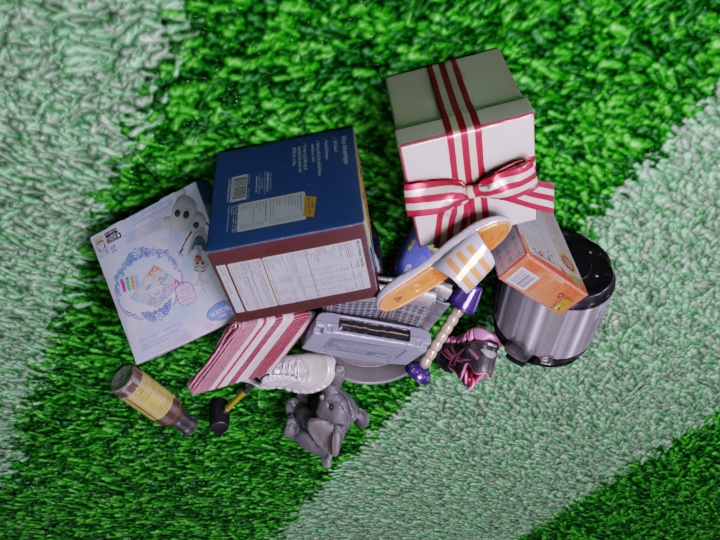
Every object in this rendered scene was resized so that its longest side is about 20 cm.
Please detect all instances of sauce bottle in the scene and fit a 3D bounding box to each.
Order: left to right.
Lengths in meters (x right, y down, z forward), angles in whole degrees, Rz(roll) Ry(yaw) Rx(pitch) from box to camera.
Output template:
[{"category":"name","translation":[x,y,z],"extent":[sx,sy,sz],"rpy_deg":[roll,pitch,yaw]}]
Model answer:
[{"category":"sauce bottle","translation":[-0.391,0.256,1.236],"extent":[0.064,0.066,0.201],"rpy_deg":[-22,133,15]}]

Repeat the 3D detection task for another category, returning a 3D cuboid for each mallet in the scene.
[{"category":"mallet","translation":[-0.232,0.232,1.258],"extent":[0.041,0.066,0.201],"rpy_deg":[31,109,-33]}]

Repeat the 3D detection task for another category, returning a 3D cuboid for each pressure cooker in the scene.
[{"category":"pressure cooker","translation":[0.305,0.057,1.047],"extent":[0.172,0.181,0.203],"rpy_deg":[-4,134,-7]}]

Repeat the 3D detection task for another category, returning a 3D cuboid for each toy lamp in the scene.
[{"category":"toy lamp","translation":[0.148,0.105,1.130],"extent":[0.057,0.058,0.202],"rpy_deg":[23,109,-27]}]

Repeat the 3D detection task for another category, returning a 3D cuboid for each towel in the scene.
[{"category":"towel","translation":[-0.160,0.117,0.978],"extent":[0.145,0.023,0.199],"rpy_deg":[-51,160,19]},{"category":"towel","translation":[0.036,0.064,1.029],"extent":[0.195,0.035,0.194],"rpy_deg":[6,151,-7]}]

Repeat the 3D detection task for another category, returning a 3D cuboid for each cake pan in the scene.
[{"category":"cake pan","translation":[0.027,0.137,1.188],"extent":[0.195,0.037,0.203],"rpy_deg":[-4,134,-4]}]

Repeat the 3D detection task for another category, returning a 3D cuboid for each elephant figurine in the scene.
[{"category":"elephant figurine","translation":[-0.053,0.276,1.206],"extent":[0.154,0.144,0.199],"rpy_deg":[29,149,-28]}]

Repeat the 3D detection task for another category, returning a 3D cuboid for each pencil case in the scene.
[{"category":"pencil case","translation":[0.112,-0.042,0.996],"extent":[0.086,0.078,0.202],"rpy_deg":[31,130,5]}]

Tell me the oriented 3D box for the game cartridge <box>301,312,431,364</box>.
[{"category":"game cartridge","translation":[0.005,0.118,1.080],"extent":[0.196,0.041,0.134],"rpy_deg":[11,152,-14]}]

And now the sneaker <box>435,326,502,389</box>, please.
[{"category":"sneaker","translation":[0.187,0.167,1.162],"extent":[0.077,0.097,0.200],"rpy_deg":[14,160,-14]}]

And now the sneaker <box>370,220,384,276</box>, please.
[{"category":"sneaker","translation":[0.000,0.000,1.021],"extent":[0.075,0.077,0.202],"rpy_deg":[-4,140,2]}]

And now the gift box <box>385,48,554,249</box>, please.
[{"category":"gift box","translation":[0.139,-0.142,0.829],"extent":[0.181,0.189,0.202],"rpy_deg":[-16,133,9]}]

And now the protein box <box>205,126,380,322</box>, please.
[{"category":"protein box","translation":[-0.087,-0.065,0.867],"extent":[0.195,0.201,0.136],"rpy_deg":[-10,136,3]}]

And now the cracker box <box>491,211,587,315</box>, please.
[{"category":"cracker box","translation":[0.236,-0.049,0.919],"extent":[0.132,0.203,0.058],"rpy_deg":[28,127,-29]}]

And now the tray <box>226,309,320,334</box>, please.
[{"category":"tray","translation":[-0.132,0.078,1.028],"extent":[0.098,0.037,0.200],"rpy_deg":[-41,161,1]}]

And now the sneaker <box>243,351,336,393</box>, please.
[{"category":"sneaker","translation":[-0.136,0.181,1.141],"extent":[0.196,0.077,0.081],"rpy_deg":[-8,166,26]}]

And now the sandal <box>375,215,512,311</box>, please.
[{"category":"sandal","translation":[0.114,0.010,0.819],"extent":[0.205,0.060,0.079],"rpy_deg":[-36,152,17]}]

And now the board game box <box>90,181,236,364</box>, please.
[{"category":"board game box","translation":[-0.275,0.006,0.936],"extent":[0.197,0.203,0.043],"rpy_deg":[-23,176,16]}]
